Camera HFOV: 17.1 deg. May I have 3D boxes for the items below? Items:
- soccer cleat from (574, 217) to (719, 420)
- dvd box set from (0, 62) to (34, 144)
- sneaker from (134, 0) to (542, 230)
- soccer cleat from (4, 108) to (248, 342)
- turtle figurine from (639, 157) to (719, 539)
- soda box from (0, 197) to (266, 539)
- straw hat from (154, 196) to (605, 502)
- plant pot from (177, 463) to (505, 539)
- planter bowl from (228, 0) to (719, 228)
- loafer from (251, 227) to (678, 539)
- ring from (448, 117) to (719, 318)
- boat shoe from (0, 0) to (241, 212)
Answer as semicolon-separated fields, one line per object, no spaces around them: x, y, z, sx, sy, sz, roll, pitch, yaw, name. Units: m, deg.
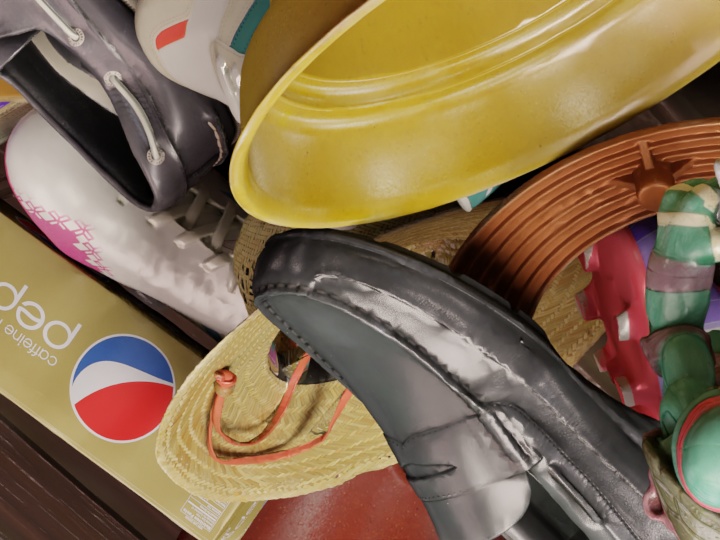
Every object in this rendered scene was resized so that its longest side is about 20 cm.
0.133;0.044;0.912;0.067;0.076;0.200;-111;2;-46;soccer cleat
-0.236;-0.058;0.984;0.146;0.199;0.030;-24;77;43;dvd box set
-0.018;-0.065;0.848;0.199;0.094;0.070;10;145;36;sneaker
-0.056;-0.008;1.009;0.200;0.070;0.086;37;162;-25;soccer cleat
0.126;0.044;0.699;0.150;0.101;0.200;50;-174;15;turtle figurine
-0.119;0.036;1.030;0.200;0.064;0.068;36;-179;9;soda box
0.000;0.000;0.922;0.201;0.200;0.085;90;158;-59;straw hat
-0.026;0.185;1.109;0.200;0.196;0.201;23;167;6;plant pot
0.037;-0.098;0.700;0.084;0.200;0.201;64;158;16;planter bowl
0.043;0.057;0.786;0.200;0.071;0.068;36;158;-21;loafer
0.123;0.029;0.829;0.199;0.019;0.201;1;132;1;ring
-0.135;-0.101;0.945;0.200;0.063;0.073;39;155;-9;boat shoe
